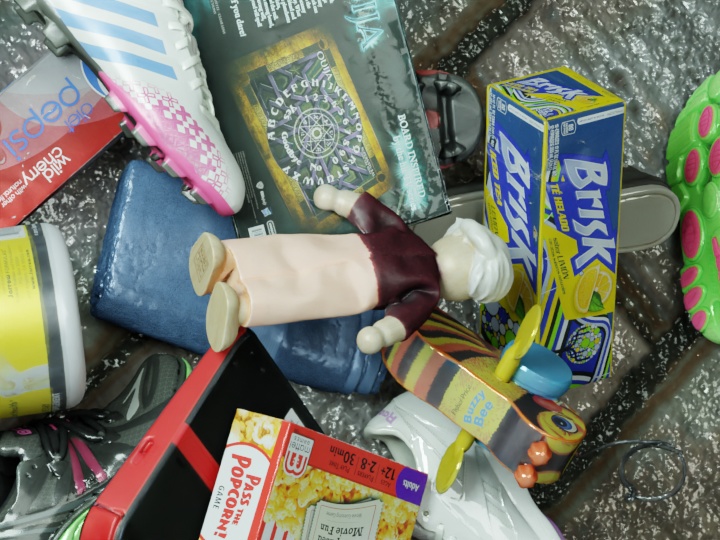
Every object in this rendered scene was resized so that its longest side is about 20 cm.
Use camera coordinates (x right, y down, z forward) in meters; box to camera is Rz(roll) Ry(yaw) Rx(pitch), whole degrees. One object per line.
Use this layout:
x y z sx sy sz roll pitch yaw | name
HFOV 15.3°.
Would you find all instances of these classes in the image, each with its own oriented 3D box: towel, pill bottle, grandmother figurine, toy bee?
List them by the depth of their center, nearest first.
-0.265 0.038 1.558 0.200 0.112 0.112 -8 83 -10 | pill bottle
0.000 0.000 1.608 0.200 0.061 0.121 -3 66 -23 | grandmother figurine
0.098 0.085 1.638 0.200 0.109 0.131 11 108 14 | toy bee
-0.070 0.006 1.693 0.200 0.049 0.112 18 74 -20 | towel

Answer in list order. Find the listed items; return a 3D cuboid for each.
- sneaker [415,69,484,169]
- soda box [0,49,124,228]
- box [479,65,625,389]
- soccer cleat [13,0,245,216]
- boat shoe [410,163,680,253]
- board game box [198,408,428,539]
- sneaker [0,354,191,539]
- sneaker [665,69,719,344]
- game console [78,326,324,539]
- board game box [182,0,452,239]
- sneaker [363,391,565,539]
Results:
-0.023 -0.095 1.721 0.200 0.098 0.071 -2 94 -3 | sneaker
-0.182 -0.100 1.656 0.200 0.063 0.070 -43 98 -23 | soda box
0.122 -0.024 1.715 0.064 0.070 0.200 -16 122 -27 | box
-0.122 -0.126 1.607 0.086 0.070 0.200 -41 94 -6 | soccer cleat
0.115 -0.037 1.785 0.200 0.057 0.067 -5 118 -20 | boat shoe
-0.043 0.199 1.614 0.151 0.046 0.200 24 80 -51 | board game box
-0.174 0.115 1.605 0.084 0.077 0.200 47 63 -7 | sneaker
0.262 -0.045 1.843 0.084 0.077 0.200 8 80 -40 | sneaker
-0.079 0.156 1.620 0.177 0.031 0.200 -58 138 -25 | game console
-0.032 -0.114 1.654 0.135 0.028 0.200 -15 94 -5 | board game box
0.070 0.166 1.718 0.100 0.075 0.200 -24 82 -19 | sneaker
